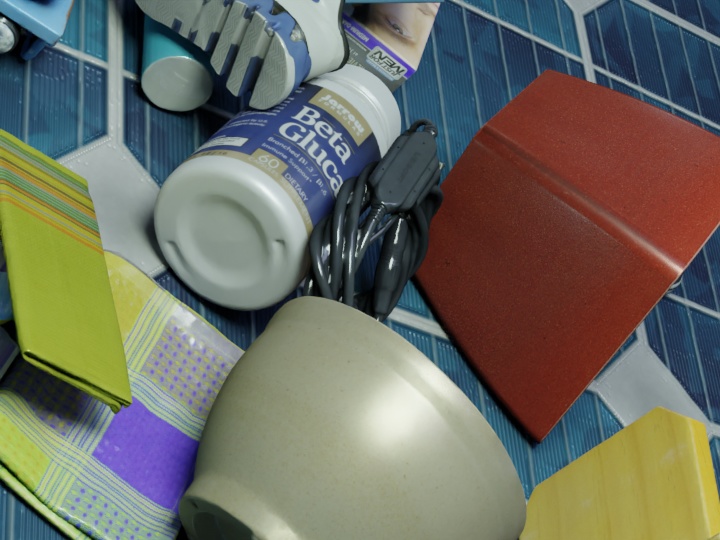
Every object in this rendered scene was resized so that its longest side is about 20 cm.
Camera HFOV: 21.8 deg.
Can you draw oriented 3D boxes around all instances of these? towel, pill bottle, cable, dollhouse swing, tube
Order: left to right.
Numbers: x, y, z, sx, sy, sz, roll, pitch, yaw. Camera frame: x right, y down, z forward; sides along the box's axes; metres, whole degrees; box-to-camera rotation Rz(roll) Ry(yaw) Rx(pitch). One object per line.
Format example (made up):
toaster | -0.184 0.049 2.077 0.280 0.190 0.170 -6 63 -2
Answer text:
towel | -0.187 -0.004 1.128 0.086 0.018 0.200 32 27 -40
towel | -0.144 0.082 1.143 0.144 0.023 0.200 42 39 -11
tube | -0.130 -0.200 1.371 0.077 0.050 0.200 40 32 -35
pill bottle | -0.048 -0.066 1.283 0.111 0.111 0.200 46 39 -5
cable | 0.000 0.000 1.252 0.051 0.163 0.200 23 51 10
dollhouse swing | 0.215 0.224 1.228 0.182 0.200 0.176 33 41 -19

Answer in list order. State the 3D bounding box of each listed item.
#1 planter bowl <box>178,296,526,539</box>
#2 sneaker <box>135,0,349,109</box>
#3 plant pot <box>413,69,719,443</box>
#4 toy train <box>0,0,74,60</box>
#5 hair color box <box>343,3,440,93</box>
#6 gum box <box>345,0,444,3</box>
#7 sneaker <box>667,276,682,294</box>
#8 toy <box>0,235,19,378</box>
planter bowl | -0.021 0.134 1.106 0.200 0.200 0.135 48 65 -2
sneaker | -0.075 -0.194 1.301 0.115 0.081 0.199 -18 59 -45
plant pot | 0.150 -0.030 1.394 0.176 0.200 0.200 39 38 7
toy train | -0.212 -0.231 1.258 0.087 0.114 0.200 31 42 -21
hair color box | 0.008 -0.233 1.511 0.109 0.065 0.200 37 42 -16
gum box | -0.024 -0.270 1.426 0.170 0.045 0.200 -1 38 -1
sneaker | 0.212 -0.066 1.558 0.200 0.079 0.078 45 38 -8
toy | -0.265 -0.033 1.101 0.200 0.047 0.115 40 38 -12
